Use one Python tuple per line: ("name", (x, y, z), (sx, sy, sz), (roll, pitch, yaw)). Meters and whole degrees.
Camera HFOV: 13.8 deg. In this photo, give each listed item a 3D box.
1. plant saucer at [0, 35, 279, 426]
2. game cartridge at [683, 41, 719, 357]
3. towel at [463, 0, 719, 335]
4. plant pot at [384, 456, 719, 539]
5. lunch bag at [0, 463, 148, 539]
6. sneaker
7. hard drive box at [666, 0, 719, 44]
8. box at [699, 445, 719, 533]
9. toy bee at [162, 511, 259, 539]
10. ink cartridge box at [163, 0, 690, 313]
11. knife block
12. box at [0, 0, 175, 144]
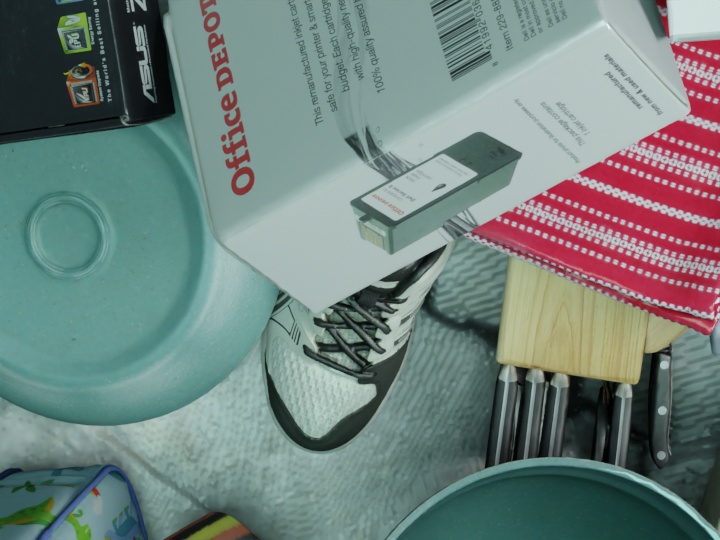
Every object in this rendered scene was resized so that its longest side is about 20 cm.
("plant saucer", (-0.135, -0.019, 1.416), (0.199, 0.036, 0.202), (3, 103, 12))
("game cartridge", (0.212, -0.065, 1.339), (0.132, 0.041, 0.201), (-6, 72, 3))
("towel", (0.130, -0.087, 1.324), (0.144, 0.022, 0.201), (22, 77, 12))
("plant pot", (0.076, 0.189, 1.371), (0.199, 0.134, 0.202), (1, 85, -9))
("lunch bag", (-0.161, 0.193, 1.400), (0.082, 0.200, 0.162), (-5, 108, 20))
("sneaker", (0.000, 0.000, 1.397), (0.075, 0.088, 0.201), (19, 107, -2))
("hard drive box", (0.224, -0.183, 1.258), (0.198, 0.077, 0.157), (-5, 100, 8))
("box", (0.195, 0.161, 1.431), (0.082, 0.068, 0.201), (13, 105, 1))
("toy bee", (-0.026, 0.214, 1.444), (0.131, 0.108, 0.200), (-50, 121, -23))
("ink cartridge box", (0.025, -0.095, 1.297), (0.199, 0.147, 0.084), (-28, 142, 20))
("knife block", (0.090, 0.009, 1.403), (0.175, 0.064, 0.200), (-37, 99, 12))
("box", (-0.175, -0.157, 1.354), (0.160, 0.049, 0.202), (-5, 96, 30))
